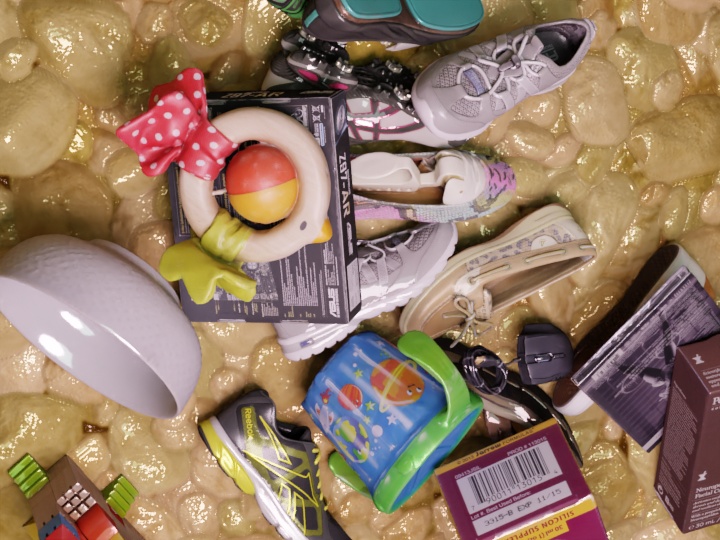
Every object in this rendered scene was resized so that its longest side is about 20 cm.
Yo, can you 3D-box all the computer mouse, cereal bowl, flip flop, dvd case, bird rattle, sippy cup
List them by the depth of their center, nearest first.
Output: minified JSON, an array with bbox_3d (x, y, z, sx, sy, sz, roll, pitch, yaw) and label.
[{"bbox_3d":[-0.106,-0.075,1.430,0.161,0.113,0.202,-11,89,8],"label":"bird rattle"},{"bbox_3d":[-0.214,0.036,1.439,0.200,0.199,0.084,44,67,-22],"label":"cereal bowl"},{"bbox_3d":[0.022,0.129,1.551,0.130,0.140,0.178,40,101,13],"label":"sippy cup"},{"bbox_3d":[0.153,0.082,1.582,0.199,0.034,0.059,-7,92,-58],"label":"computer mouse"},{"bbox_3d":[0.132,0.135,1.631,0.199,0.081,0.058,30,112,-21],"label":"flip flop"},{"bbox_3d":[0.293,0.089,1.637,0.149,0.016,0.200,-46,142,3],"label":"dvd case"}]

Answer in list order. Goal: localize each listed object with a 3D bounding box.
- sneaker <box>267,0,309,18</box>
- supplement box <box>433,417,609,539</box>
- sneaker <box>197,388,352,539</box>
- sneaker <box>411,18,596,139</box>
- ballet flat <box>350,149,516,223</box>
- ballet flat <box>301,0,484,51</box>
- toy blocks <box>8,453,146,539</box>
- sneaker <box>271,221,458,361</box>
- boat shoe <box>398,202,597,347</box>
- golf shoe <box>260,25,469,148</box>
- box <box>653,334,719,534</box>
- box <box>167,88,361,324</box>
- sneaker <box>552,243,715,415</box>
[{"bbox_3d":[-0.012,-0.304,1.480,0.200,0.078,0.085,-40,118,5],"label":"sneaker"},{"bbox_3d":[0.164,0.254,1.603,0.130,0.104,0.201,-24,135,2],"label":"supplement box"},{"bbox_3d":[-0.062,0.194,1.579,0.085,0.074,0.200,-42,111,0],"label":"sneaker"},{"bbox_3d":[0.126,-0.183,1.501,0.199,0.082,0.075,-31,84,-35],"label":"sneaker"},{"bbox_3d":[0.049,-0.082,1.535,0.198,0.071,0.070,-3,66,-8],"label":"ballet flat"},{"bbox_3d":[0.023,-0.228,1.498,0.199,0.068,0.069,-3,70,-46],"label":"ballet flat"},{"bbox_3d":[-0.224,0.255,1.512,0.100,0.137,0.200,-40,112,-4],"label":"toy blocks"},{"bbox_3d":[0.000,0.000,1.552,0.199,0.075,0.082,-34,108,-9],"label":"sneaker"},{"bbox_3d":[0.127,0.011,1.586,0.199,0.063,0.073,-34,153,-8],"label":"boat shoe"},{"bbox_3d":[0.003,-0.146,1.529,0.199,0.077,0.088,21,120,-21],"label":"golf shoe"},{"bbox_3d":[0.356,0.158,1.664,0.099,0.075,0.201,-13,130,-14],"label":"box"},{"bbox_3d":[-0.086,-0.055,1.485,0.159,0.044,0.202,0,105,18],"label":"box"},{"bbox_3d":[0.274,0.076,1.656,0.085,0.073,0.200,42,88,-19],"label":"sneaker"}]
